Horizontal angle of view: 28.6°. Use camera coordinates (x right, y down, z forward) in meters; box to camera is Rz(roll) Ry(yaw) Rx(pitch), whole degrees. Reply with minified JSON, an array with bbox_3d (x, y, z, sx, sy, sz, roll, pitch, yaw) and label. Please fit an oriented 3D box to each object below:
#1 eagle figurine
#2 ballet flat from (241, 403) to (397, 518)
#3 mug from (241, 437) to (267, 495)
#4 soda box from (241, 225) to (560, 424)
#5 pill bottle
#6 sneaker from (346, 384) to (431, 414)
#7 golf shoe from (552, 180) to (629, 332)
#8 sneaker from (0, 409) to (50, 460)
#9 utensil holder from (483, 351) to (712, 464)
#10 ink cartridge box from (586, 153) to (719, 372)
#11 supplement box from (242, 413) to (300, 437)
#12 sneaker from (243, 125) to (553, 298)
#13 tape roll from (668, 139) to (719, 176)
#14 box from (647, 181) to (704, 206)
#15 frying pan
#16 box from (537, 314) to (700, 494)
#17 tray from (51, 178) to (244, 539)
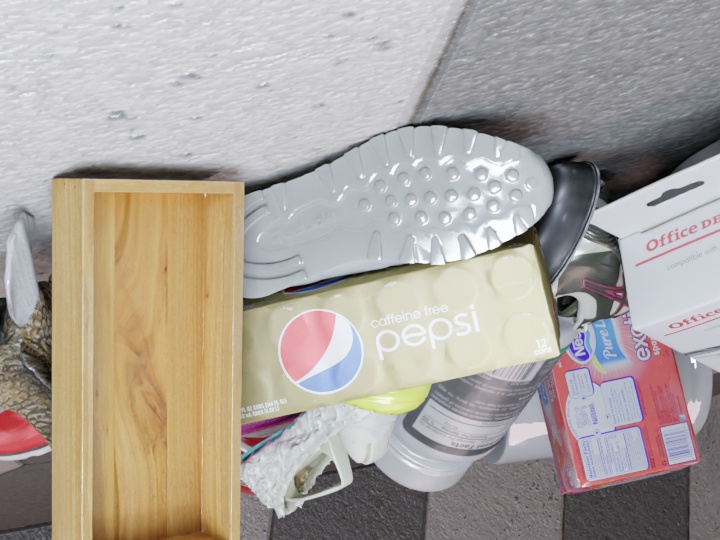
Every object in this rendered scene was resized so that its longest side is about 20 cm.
[{"bbox_3d":[-0.179,0.066,0.808,0.200,0.152,0.151,32,169,-26],"label":"eagle figurine"},{"bbox_3d":[-0.014,0.120,1.019,0.071,0.072,0.200,-2,150,-42],"label":"ballet flat"},{"bbox_3d":[-0.078,0.110,1.293,0.133,0.178,0.200,22,165,-1],"label":"mug"},{"bbox_3d":[0.014,0.032,0.823,0.199,0.068,0.064,-13,-171,10],"label":"soda box"},{"bbox_3d":[0.080,0.076,1.092,0.113,0.113,0.200,-5,141,-33],"label":"pill bottle"},{"bbox_3d":[-0.043,0.024,0.903,0.199,0.084,0.074,20,-172,6],"label":"sneaker"},{"bbox_3d":[0.170,0.003,1.010,0.088,0.077,0.200,-48,149,1],"label":"golf shoe"},{"bbox_3d":[-0.228,0.090,1.138,0.199,0.077,0.085,-20,166,-16],"label":"sneaker"},{"bbox_3d":[0.207,0.094,1.351,0.199,0.171,0.170,-8,168,-13],"label":"utensil holder"},{"bbox_3d":[0.242,0.006,0.873,0.116,0.068,0.199,-26,145,36],"label":"ink cartridge box"},{"bbox_3d":[-0.083,0.069,1.087,0.103,0.102,0.200,-17,168,17],"label":"supplement box"},{"bbox_3d":[0.014,-0.035,0.801,0.199,0.077,0.080,-10,179,20],"label":"sneaker"},{"bbox_3d":[0.310,-0.046,0.988,0.201,0.037,0.203,-3,154,-2],"label":"tape roll"},{"bbox_3d":[0.304,-0.032,0.928,0.199,0.041,0.156,-16,151,20],"label":"box"},{"bbox_3d":[0.094,-0.009,0.917,0.031,0.115,0.190,30,150,-14],"label":"frying pan"},{"bbox_3d":[0.192,0.072,1.139,0.102,0.201,0.095,-12,168,-4],"label":"box"},{"bbox_3d":[-0.111,0.053,0.739,0.098,0.201,0.037,-2,-175,-41],"label":"tray"}]
